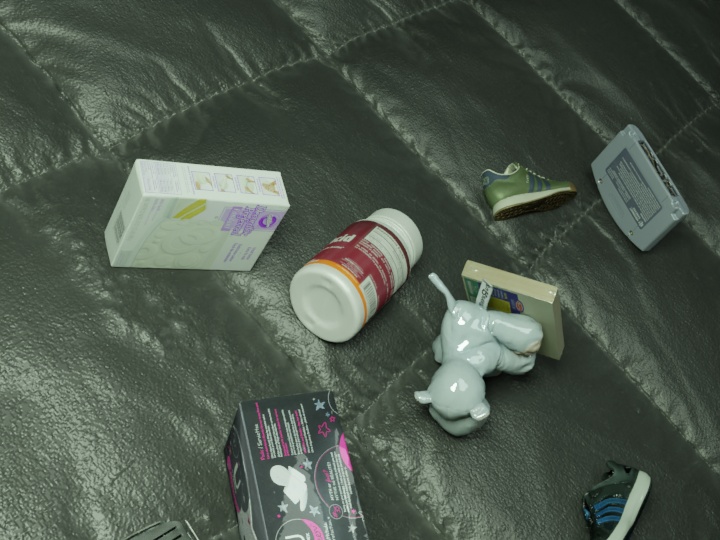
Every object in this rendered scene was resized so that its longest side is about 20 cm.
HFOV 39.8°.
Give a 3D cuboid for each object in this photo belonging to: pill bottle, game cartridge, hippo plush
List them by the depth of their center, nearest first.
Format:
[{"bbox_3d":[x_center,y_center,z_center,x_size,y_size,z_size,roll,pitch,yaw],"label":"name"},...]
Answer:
[{"bbox_3d":[0.159,0.134,1.327,0.156,0.201,0.163,6,56,11],"label":"hippo plush"},{"bbox_3d":[0.000,0.000,1.370,0.114,0.114,0.200,43,43,4],"label":"pill bottle"},{"bbox_3d":[0.501,-0.145,1.805,0.040,0.133,0.202,-5,60,-36],"label":"game cartridge"}]

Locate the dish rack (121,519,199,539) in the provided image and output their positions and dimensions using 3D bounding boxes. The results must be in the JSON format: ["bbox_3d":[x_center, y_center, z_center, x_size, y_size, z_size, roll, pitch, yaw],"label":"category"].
[{"bbox_3d":[-0.183,0.352,1.010,0.152,0.055,0.201,-23,71,-44],"label":"dish rack"}]

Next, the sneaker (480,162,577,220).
[{"bbox_3d":[0.287,-0.150,1.713,0.198,0.067,0.091,-13,69,-36],"label":"sneaker"}]

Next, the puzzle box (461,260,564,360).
[{"bbox_3d":[0.217,0.058,1.388,0.131,0.201,0.026,18,69,21],"label":"puzzle box"}]

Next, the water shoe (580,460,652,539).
[{"bbox_3d":[0.334,0.345,1.366,0.078,0.072,0.200,22,40,24],"label":"water shoe"}]

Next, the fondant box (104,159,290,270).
[{"bbox_3d":[-0.208,-0.066,1.262,0.197,0.145,0.059,1,54,-33],"label":"fondant box"}]

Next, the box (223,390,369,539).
[{"bbox_3d":[-0.076,0.256,1.096,0.113,0.133,0.203,-3,57,-20],"label":"box"}]
